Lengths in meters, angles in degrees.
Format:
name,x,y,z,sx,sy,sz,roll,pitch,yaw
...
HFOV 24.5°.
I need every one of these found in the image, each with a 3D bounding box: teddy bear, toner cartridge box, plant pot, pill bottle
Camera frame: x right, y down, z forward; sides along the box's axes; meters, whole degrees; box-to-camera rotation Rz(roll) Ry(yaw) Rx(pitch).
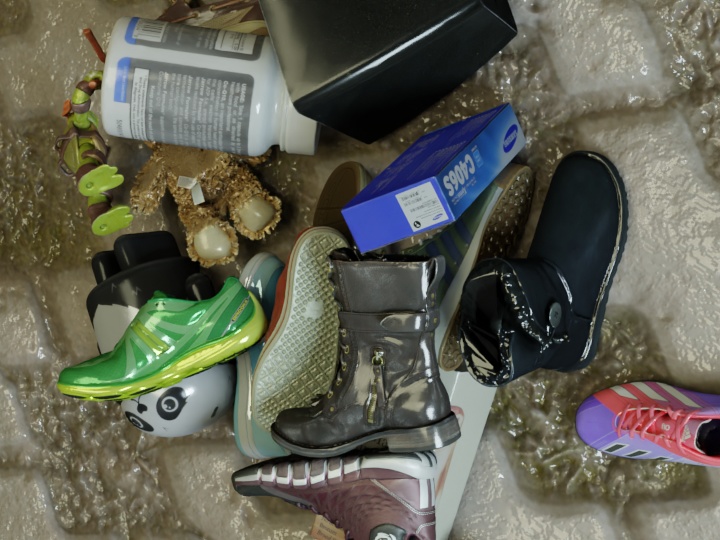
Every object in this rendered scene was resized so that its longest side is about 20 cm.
name,x,y,z,sx,sy,sz,roll,pitch,yaw
teddy bear,-0.153,-0.094,1.624,0.200,0.067,0.145,39,94,27
toner cartridge box,0.066,-0.082,1.422,0.095,0.200,0.043,-17,105,30
plant pot,0.024,-0.248,1.459,0.177,0.200,0.200,-22,79,17
pill bottle,-0.134,-0.168,1.552,0.199,0.114,0.114,9,96,0

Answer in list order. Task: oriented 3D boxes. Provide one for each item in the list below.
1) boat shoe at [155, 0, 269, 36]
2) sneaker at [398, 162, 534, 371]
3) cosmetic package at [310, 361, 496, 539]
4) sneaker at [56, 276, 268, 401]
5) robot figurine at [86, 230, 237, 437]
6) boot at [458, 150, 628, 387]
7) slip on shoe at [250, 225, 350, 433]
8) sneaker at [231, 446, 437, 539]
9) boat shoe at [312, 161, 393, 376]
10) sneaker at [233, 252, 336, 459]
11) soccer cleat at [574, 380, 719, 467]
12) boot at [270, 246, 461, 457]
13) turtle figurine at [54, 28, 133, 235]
name,x,y,z,sx,sy,sz,roll,pitch,yaw
boat shoe,-0.164,-0.237,1.640,0.199,0.072,0.072,-8,72,31
sneaker,0.075,-0.014,1.458,0.090,0.067,0.201,15,70,30
cosmetic package,0.041,0.164,1.504,0.103,0.087,0.201,21,101,30
sneaker,-0.185,0.064,1.524,0.199,0.074,0.084,-22,83,-4
robot figurine,-0.196,0.064,1.622,0.124,0.150,0.201,-18,78,-8
boot,0.153,-0.004,1.389,0.076,0.168,0.201,11,95,30
slip on shoe,-0.053,0.053,1.504,0.074,0.061,0.201,10,103,-12
sneaker,-0.022,0.217,1.450,0.199,0.076,0.116,-8,90,30
boat shoe,0.000,0.000,1.542,0.072,0.065,0.201,-13,74,51
sneaker,-0.051,0.085,1.566,0.130,0.079,0.201,6,103,33
soccer cleat,0.264,0.130,1.378,0.199,0.073,0.068,4,92,31
boot,-0.002,0.065,1.414,0.199,0.069,0.175,-6,102,30
turtle figurine,-0.268,-0.122,1.632,0.161,0.064,0.200,-114,25,-48
